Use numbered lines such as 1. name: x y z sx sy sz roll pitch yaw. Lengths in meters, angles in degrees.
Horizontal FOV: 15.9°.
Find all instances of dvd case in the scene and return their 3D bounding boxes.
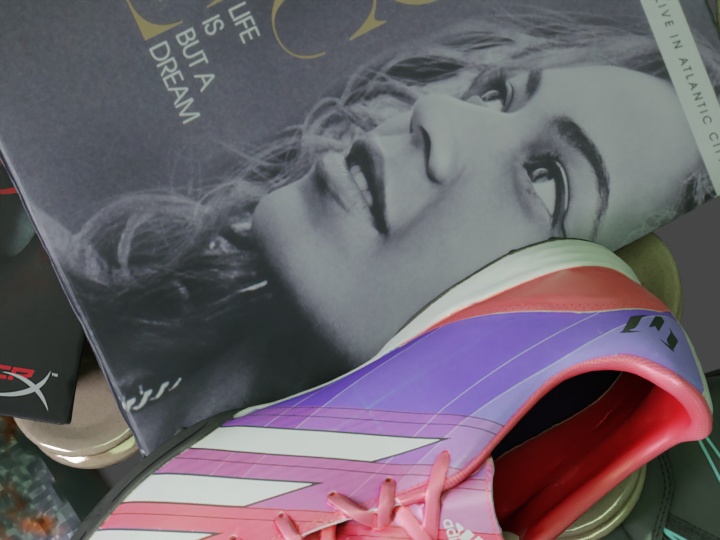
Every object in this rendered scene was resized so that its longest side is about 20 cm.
1. dvd case: 0.002 -0.050 0.708 0.199 0.016 0.149 -28 107 -11

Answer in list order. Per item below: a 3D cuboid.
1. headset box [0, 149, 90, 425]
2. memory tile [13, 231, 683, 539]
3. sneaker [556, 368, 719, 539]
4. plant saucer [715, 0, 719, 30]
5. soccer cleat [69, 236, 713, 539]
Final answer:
1. headset box: -0.138 -0.070 0.721 0.148 0.075 0.202 11 92 -14
2. memory tile: 0.000 0.000 0.774 0.199 0.017 0.154 8 70 17
3. sneaker: 0.131 0.119 0.743 0.079 0.075 0.200 -38 81 0
4. plant saucer: 0.207 -0.079 0.774 0.199 0.037 0.202 -1 84 8
5. soccer cleat: 0.001 0.065 0.688 0.199 0.073 0.068 -32 123 -5
